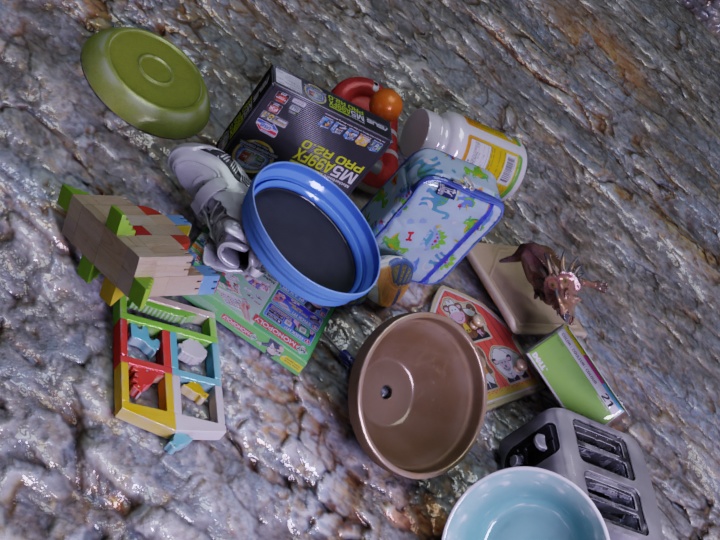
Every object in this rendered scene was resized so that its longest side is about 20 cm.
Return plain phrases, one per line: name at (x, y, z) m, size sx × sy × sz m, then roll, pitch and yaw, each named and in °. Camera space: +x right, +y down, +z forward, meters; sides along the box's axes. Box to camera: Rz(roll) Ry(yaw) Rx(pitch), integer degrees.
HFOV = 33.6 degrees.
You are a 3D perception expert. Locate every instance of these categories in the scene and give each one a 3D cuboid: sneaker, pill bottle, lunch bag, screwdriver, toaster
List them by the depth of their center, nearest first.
sneaker at (-0.174, -0.073, 1.482) m, size 0.199 × 0.075 × 0.115 m, roll 41°, pitch 33°, yaw -2°
screwdriver at (-0.036, 0.094, 1.551) m, size 0.200 × 0.028 × 0.029 m, roll 46°, pitch 6°, yaw 14°
toaster at (0.294, 0.303, 1.575) m, size 0.198 × 0.119 × 0.183 m, roll 24°, pitch 41°, yaw -26°
sneaker at (0.000, 0.000, 1.630) m, size 0.087 × 0.076 × 0.199 m, roll 28°, pitch 11°, yaw 28°
lunch bag at (0.098, -0.072, 1.687) m, size 0.159 × 0.200 × 0.083 m, roll 19°, pitch 42°, yaw -30°
pill bottle at (0.166, -0.193, 1.950) m, size 0.198 × 0.111 × 0.112 m, roll 18°, pitch 43°, yaw -31°

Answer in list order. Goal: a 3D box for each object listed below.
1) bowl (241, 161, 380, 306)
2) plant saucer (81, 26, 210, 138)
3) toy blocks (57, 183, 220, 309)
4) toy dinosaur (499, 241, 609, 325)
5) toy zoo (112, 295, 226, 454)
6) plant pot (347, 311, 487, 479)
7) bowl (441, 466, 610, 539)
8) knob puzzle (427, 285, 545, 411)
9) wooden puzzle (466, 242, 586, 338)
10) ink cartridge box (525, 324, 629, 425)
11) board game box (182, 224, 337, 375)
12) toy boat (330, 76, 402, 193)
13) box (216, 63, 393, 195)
bowl at (-0.063, -0.043, 1.479) m, size 0.199 × 0.039 × 0.202 m, roll 30°, pitch 37°, yaw -26°
plant saucer at (-0.289, -0.270, 1.654) m, size 0.198 × 0.031 × 0.202 m, roll 27°, pitch 39°, yaw -24°
toy blocks at (-0.248, -0.030, 1.389) m, size 0.136 × 0.101 × 0.199 m, roll -2°, pitch 31°, yaw -47°
toy dinosaur at (0.276, 0.002, 1.761) m, size 0.200 × 0.086 × 0.135 m, roll 41°, pitch 5°, yaw 38°
toy zoo at (-0.217, 0.116, 1.348) m, size 0.130 × 0.020 × 0.202 m, roll 19°, pitch 42°, yaw -31°
plant pot at (0.055, 0.153, 1.482) m, size 0.198 × 0.092 × 0.204 m, roll 2°, pitch 86°, yaw -33°
bowl at (0.199, 0.337, 1.412) m, size 0.202 × 0.200 × 0.105 m, roll 55°, pitch 4°, yaw 16°
knob puzzle at (0.173, 0.101, 1.734) m, size 0.218 × 0.030 × 0.222 m, roll 26°, pitch 40°, yaw -23°
wooden puzzle at (0.250, 0.033, 1.868) m, size 0.198 × 0.037 × 0.186 m, roll 9°, pitch 42°, yaw -45°
ink cartridge box at (0.301, 0.155, 1.674) m, size 0.149 × 0.075 × 0.200 m, roll 57°, pitch 5°, yaw 7°
board game box at (-0.133, 0.029, 1.496) m, size 0.199 × 0.029 × 0.135 m, roll 35°, pitch 37°, yaw -4°
toy boat at (0.017, -0.226, 1.822) m, size 0.129 × 0.131 × 0.202 m, roll 26°, pitch 40°, yaw -24°
box at (-0.078, -0.178, 1.658) m, size 0.198 × 0.160 × 0.045 m, roll 23°, pitch 38°, yaw -27°
